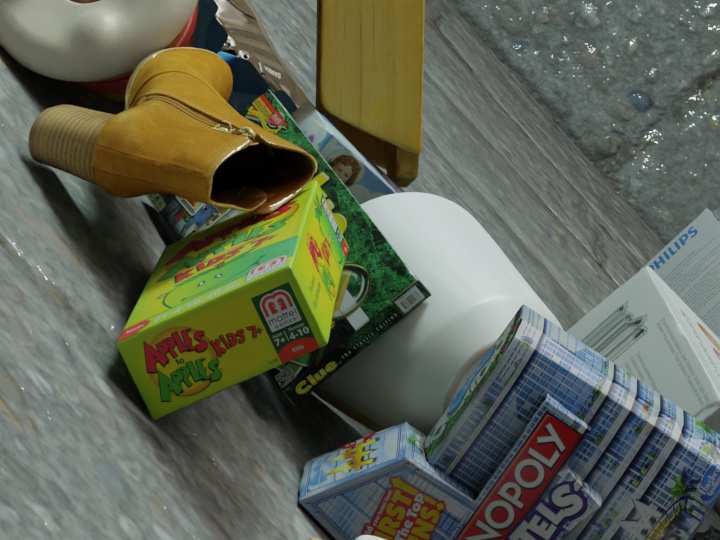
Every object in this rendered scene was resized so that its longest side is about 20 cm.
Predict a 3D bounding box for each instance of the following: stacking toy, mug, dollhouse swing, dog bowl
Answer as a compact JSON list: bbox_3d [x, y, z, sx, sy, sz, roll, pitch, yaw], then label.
[{"bbox_3d":[-0.152,-0.160,1.621,0.146,0.146,0.200,53,-2,22],"label":"stacking toy"},{"bbox_3d":[0.062,0.059,1.511,0.187,0.149,0.153,47,-4,-34],"label":"mug"},{"bbox_3d":[-0.049,-0.152,1.668,0.200,0.175,0.183,160,-69,-87],"label":"dollhouse swing"},{"bbox_3d":[-0.112,-0.147,1.760,0.200,0.050,0.111,52,-9,-21],"label":"dog bowl"}]

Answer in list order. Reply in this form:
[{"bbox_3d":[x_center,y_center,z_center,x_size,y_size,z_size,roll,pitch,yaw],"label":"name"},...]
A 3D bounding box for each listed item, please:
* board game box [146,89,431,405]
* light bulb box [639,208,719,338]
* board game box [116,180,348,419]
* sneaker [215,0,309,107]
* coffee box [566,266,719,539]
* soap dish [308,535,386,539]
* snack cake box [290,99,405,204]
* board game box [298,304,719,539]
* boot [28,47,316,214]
[{"bbox_3d":[-0.047,-0.018,1.498,0.200,0.105,0.023,52,0,41],"label":"board game box"},{"bbox_3d":[0.490,0.061,3.175,0.198,0.125,0.200,36,16,-44],"label":"light bulb box"},{"bbox_3d":[-0.066,0.012,1.364,0.200,0.101,0.048,-80,145,-75],"label":"board game box"},{"bbox_3d":[-0.100,-0.162,1.887,0.200,0.070,0.076,48,13,-1],"label":"sneaker"},{"bbox_3d":[0.193,0.160,1.610,0.198,0.200,0.200,44,13,-23],"label":"coffee box"},{"bbox_3d":[0.048,0.219,1.195,0.200,0.081,0.158,31,21,-56],"label":"soap dish"},{"bbox_3d":[0.000,0.000,1.615,0.200,0.115,0.067,41,6,-29],"label":"snack cake box"},{"bbox_3d":[0.077,0.132,1.402,0.199,0.200,0.062,32,15,-7],"label":"board game box"},{"bbox_3d":[-0.085,-0.076,1.465,0.143,0.071,0.201,16,22,26],"label":"boot"}]
